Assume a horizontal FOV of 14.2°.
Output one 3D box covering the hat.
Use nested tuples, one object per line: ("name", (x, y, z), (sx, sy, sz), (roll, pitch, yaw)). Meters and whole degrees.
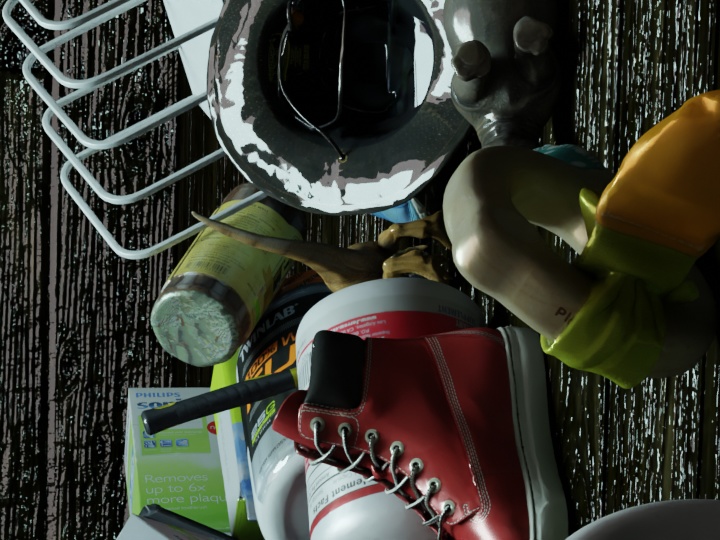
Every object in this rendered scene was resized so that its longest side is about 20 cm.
("hat", (0.008, -0.122, 1.723), (0.081, 0.200, 0.201), (1, -91, -56))

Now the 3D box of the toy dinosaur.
("toy dinosaur", (0.000, 0.000, 1.747), (0.200, 0.106, 0.061), (27, -132, -55))

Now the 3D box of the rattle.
("rattle", (0.115, -0.049, 1.190), (0.200, 0.130, 0.143), (-45, -26, -64))

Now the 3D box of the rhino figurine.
("rhino figurine", (0.074, -0.102, 1.472), (0.087, 0.060, 0.201), (69, -163, -75))

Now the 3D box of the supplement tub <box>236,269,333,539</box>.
("supplement tub", (-0.015, 0.092, 1.841), (0.200, 0.122, 0.123), (-103, 16, -56))

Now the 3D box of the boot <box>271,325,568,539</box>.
("boot", (0.029, 0.116, 1.482), (0.072, 0.144, 0.200), (104, 163, -51))

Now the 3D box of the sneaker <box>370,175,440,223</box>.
("sneaker", (0.002, -0.061, 1.840), (0.200, 0.090, 0.079), (180, 91, -82))

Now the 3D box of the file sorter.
("file sorter", (-0.142, -0.131, 1.831), (0.139, 0.124, 0.200), (48, 160, 47))

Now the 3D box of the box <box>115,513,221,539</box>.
("box", (-0.043, 0.208, 1.679), (0.041, 0.156, 0.200), (-59, -26, 2))

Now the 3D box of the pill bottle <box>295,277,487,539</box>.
("pill bottle", (0.025, 0.114, 1.610), (0.112, 0.112, 0.200), (104, 163, -57))

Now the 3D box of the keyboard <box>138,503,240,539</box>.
("keyboard", (-0.059, 0.206, 1.904), (0.127, 0.200, 0.021), (125, 169, -73))

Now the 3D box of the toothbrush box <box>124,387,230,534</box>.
("toothbrush box", (-0.124, 0.190, 2.472), (0.200, 0.145, 0.086), (-102, 15, -57))

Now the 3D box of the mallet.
("mallet", (-0.035, 0.062, 1.747), (0.066, 0.200, 0.041), (-114, 9, -86))

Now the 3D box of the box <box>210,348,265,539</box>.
("box", (-0.032, 0.125, 1.948), (0.200, 0.122, 0.048), (-102, 20, -56))

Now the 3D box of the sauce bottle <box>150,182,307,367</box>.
("sauce bottle", (-0.072, -0.016, 1.885), (0.200, 0.065, 0.065), (-59, -19, -50))

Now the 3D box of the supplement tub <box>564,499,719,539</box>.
("supplement tub", (0.107, 0.190, 0.961), (0.145, 0.144, 0.200), (-100, 13, -49))
